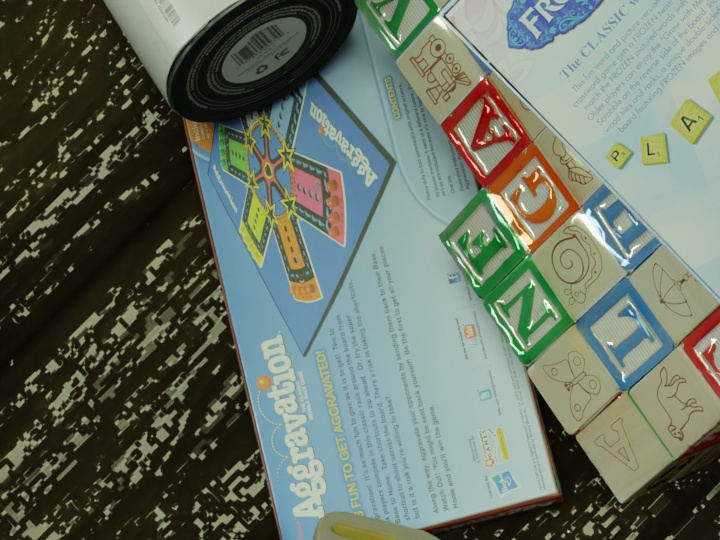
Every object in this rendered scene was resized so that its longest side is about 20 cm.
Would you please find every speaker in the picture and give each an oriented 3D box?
[{"bbox_3d":[-0.084,-0.155,0.893,0.081,0.081,0.200,-32,67,-1],"label":"speaker"}]

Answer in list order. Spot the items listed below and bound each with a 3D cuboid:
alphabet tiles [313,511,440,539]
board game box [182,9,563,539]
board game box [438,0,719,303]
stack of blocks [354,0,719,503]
[{"bbox_3d":[0.029,0.144,0.764,0.195,0.200,0.015,15,117,-6],"label":"alphabet tiles"},{"bbox_3d":[0.000,0.000,0.886,0.102,0.019,0.201,-14,75,3],"label":"board game box"},{"bbox_3d":[0.160,-0.080,0.730,0.200,0.041,0.200,-46,72,12],"label":"board game box"},{"bbox_3d":[0.083,-0.037,0.832,0.115,0.058,0.200,-46,70,38],"label":"stack of blocks"}]
